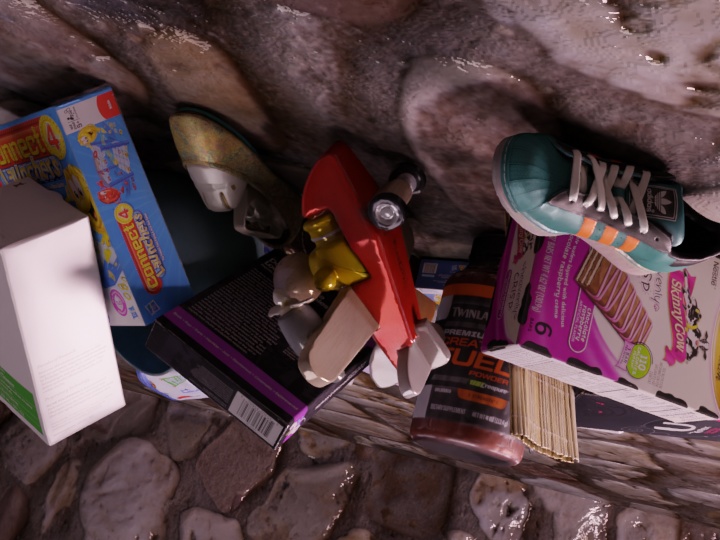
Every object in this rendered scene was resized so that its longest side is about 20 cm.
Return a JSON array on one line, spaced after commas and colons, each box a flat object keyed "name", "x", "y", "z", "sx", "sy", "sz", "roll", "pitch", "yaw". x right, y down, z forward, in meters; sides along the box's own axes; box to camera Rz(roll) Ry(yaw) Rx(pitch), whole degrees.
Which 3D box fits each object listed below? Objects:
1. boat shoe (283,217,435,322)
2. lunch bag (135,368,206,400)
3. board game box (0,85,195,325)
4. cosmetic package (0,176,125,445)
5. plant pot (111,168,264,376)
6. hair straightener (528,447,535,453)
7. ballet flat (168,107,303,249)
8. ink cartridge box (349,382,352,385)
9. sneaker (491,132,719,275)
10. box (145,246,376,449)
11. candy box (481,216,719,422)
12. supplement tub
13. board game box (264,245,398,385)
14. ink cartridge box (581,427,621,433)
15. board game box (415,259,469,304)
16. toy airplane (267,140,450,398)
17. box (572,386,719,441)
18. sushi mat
[{"name": "boat shoe", "x": 0.000, "y": 0.000, "z": 1.132, "sx": 0.070, "sy": 0.071, "sz": 0.200, "roll": -7, "pitch": 146, "yaw": 40}, {"name": "lunch bag", "x": -0.199, "y": 0.042, "z": 1.252, "sx": 0.075, "sy": 0.201, "sz": 0.160, "roll": -3, "pitch": 162, "yaw": 13}, {"name": "board game box", "x": -0.254, "y": -0.050, "z": 0.990, "sx": 0.056, "sy": 0.197, "sz": 0.200, "roll": -30, "pitch": -164, "yaw": -36}, {"name": "cosmetic package", "x": -0.279, "y": 0.035, "z": 0.959, "sx": 0.107, "sy": 0.085, "sz": 0.201, "roll": 27, "pitch": 133, "yaw": 42}, {"name": "plant pot", "x": -0.175, "y": -0.013, "z": 1.085, "sx": 0.134, "sy": 0.201, "sz": 0.200, "roll": -21, "pitch": -168, "yaw": -38}, {"name": "hair straightener", "x": 0.230, "y": 0.172, "z": 1.265, "sx": 0.077, "sy": 0.041, "sz": 0.200, "roll": 7, "pitch": -172, "yaw": 30}, {"name": "ballet flat", "x": -0.108, "y": -0.072, "z": 0.977, "sx": 0.070, "sy": 0.071, "sz": 0.200, "roll": 8, "pitch": 163, "yaw": 27}, {"name": "ink cartridge box", "x": -0.087, "y": 0.083, "z": 1.500, "sx": 0.146, "sy": 0.086, "sz": 0.200, "roll": 11, "pitch": 167, "yaw": 14}, {"name": "sneaker", "x": 0.180, "y": -0.050, "z": 0.771, "sx": 0.199, "sy": 0.072, "sz": 0.080, "roll": 20, "pitch": 161, "yaw": -37}, {"name": "box", "x": -0.073, "y": 0.060, "z": 0.968, "sx": 0.143, "sy": 0.036, "sz": 0.200, "roll": 37, "pitch": -147, "yaw": 12}, {"name": "candy box", "x": 0.208, "y": 0.030, "z": 0.892, "sx": 0.199, "sy": 0.137, "sz": 0.061, "roll": 20, "pitch": 164, "yaw": -20}, {"name": "supplement tub", "x": 0.116, "y": 0.071, "z": 1.010, "sx": 0.106, "sy": 0.201, "sz": 0.107, "roll": 13, "pitch": 165, "yaw": 4}, {"name": "board game box", "x": -0.006, "y": 0.051, "z": 1.192, "sx": 0.200, "sy": 0.041, "sz": 0.200, "roll": 25, "pitch": -166, "yaw": -35}, {"name": "ink cartridge box", "x": 0.219, "y": 0.113, "z": 1.206, "sx": 0.199, "sy": 0.084, "sz": 0.145, "roll": 5, "pitch": -173, "yaw": 34}, {"name": "board game box", "x": 0.174, "y": 0.033, "z": 1.138, "sx": 0.199, "sy": 0.035, "sz": 0.135, "roll": 4, "pitch": 162, "yaw": 36}, {"name": "toy airplane", "x": -0.004, "y": 0.014, "z": 0.927, "sx": 0.141, "sy": 0.200, "sz": 0.200, "roll": -4, "pitch": 162, "yaw": 21}, {"name": "box", "x": 0.281, "y": 0.089, "z": 1.012, "sx": 0.199, "sy": 0.107, "sz": 0.122, "roll": 6, "pitch": 159, "yaw": -4}, {"name": "sushi mat", "x": 0.153, "y": 0.056, "z": 0.930, "sx": 0.012, "sy": 0.201, "sz": 0.096, "roll": -17, "pitch": 150, "yaw": 36}]
